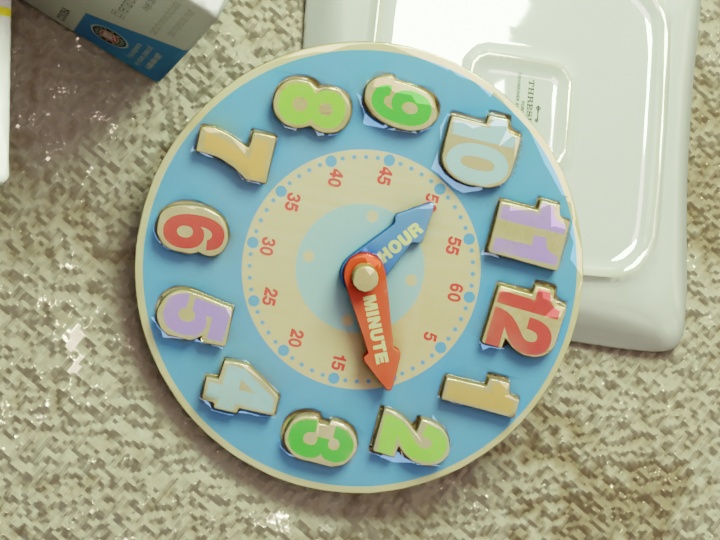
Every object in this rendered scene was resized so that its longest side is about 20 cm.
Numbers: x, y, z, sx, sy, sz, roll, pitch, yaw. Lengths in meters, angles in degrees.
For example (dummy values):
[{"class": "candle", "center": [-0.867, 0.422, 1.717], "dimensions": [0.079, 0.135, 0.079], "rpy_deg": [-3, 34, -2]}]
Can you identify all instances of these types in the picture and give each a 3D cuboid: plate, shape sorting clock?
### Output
[{"class": "plate", "center": [0.069, -0.072, 1.067], "dimensions": [0.199, 0.032, 0.201], "rpy_deg": [7, 81, -14]}, {"class": "shape sorting clock", "center": [0.000, 0.000, 1.008], "dimensions": [0.199, 0.039, 0.201], "rpy_deg": [-1, 98, -7]}]

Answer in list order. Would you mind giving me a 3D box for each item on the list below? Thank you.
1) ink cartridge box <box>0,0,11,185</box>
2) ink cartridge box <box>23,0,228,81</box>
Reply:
[{"class": "ink cartridge box", "center": [-0.221, -0.034, 0.930], "dimensions": [0.147, 0.076, 0.201], "rpy_deg": [6, 71, -26]}, {"class": "ink cartridge box", "center": [-0.138, -0.176, 0.962], "dimensions": [0.199, 0.146, 0.086], "rpy_deg": [30, 77, -10]}]
